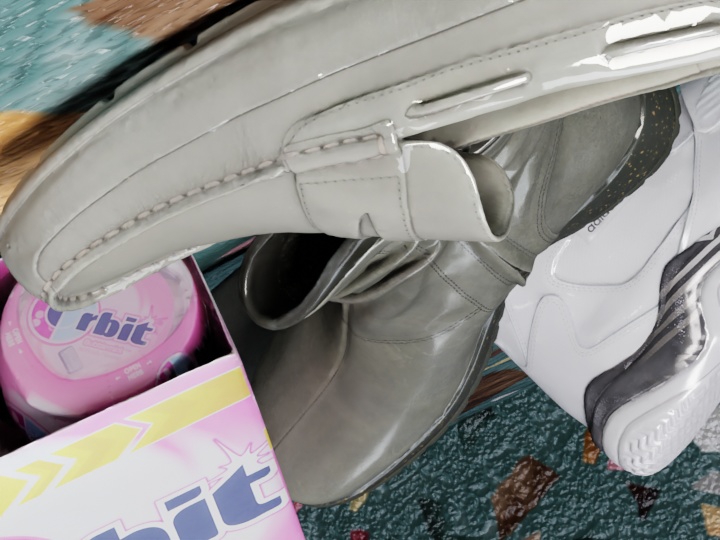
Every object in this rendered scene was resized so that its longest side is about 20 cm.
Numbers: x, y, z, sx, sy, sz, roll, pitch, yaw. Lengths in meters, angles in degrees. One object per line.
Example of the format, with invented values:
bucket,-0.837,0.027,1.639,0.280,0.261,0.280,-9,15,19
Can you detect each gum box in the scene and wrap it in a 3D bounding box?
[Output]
gum box,-0.124,0.072,0.833,0.200,0.066,0.114,-25,144,-6

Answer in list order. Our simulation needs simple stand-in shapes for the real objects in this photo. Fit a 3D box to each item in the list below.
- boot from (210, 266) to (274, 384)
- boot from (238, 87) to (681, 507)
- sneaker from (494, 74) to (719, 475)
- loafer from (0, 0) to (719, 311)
boot,-0.100,0.047,0.970,0.182,0.073,0.200,-51,149,14
boot,0.000,0.000,0.890,0.200,0.068,0.131,-51,159,27
sneaker,0.099,-0.042,0.981,0.200,0.115,0.075,-62,166,11
loafer,0.009,-0.035,0.665,0.200,0.070,0.070,-27,174,18
